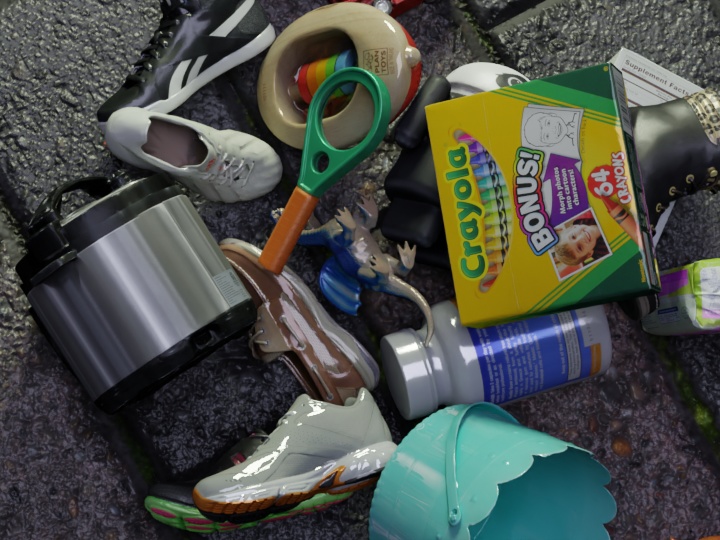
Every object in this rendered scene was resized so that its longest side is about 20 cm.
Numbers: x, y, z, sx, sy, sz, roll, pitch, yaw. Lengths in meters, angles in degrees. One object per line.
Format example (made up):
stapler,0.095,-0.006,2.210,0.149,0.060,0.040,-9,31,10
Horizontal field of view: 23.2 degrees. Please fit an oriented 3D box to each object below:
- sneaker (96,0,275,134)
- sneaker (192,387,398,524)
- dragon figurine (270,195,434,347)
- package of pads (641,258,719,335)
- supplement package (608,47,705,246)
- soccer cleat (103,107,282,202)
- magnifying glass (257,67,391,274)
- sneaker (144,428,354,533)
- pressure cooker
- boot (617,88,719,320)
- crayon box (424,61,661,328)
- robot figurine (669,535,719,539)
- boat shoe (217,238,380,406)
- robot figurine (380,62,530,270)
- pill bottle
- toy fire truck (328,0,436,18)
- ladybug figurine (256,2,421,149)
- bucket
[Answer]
sneaker,-0.185,-0.220,1.653,0.200,0.073,0.112,-36,113,-22
sneaker,-0.063,0.162,1.560,0.199,0.076,0.092,-12,72,-28
dragon figurine,0.000,0.000,1.634,0.059,0.100,0.200,-33,77,-38
package of pads,0.384,0.024,1.669,0.199,0.154,0.069,-2,85,-10
supplement package,0.245,-0.092,1.692,0.109,0.114,0.201,27,76,-4
soccer cleat,-0.144,-0.103,1.616,0.199,0.077,0.070,14,89,-40
magnifying glass,-0.037,-0.089,1.579,0.079,0.022,0.201,35,101,32
sneaker,-0.104,0.191,1.611,0.199,0.077,0.084,-8,74,-20
pressure cooker,-0.208,0.005,1.571,0.178,0.176,0.200,-33,89,-17
boot,0.278,-0.067,1.600,0.150,0.073,0.201,-15,78,-12
crayon box,0.159,-0.063,1.540,0.172,0.058,0.201,-12,82,19
robot figurine,0.368,0.319,1.634,0.199,0.144,0.117,20,38,-5
boat shoe,-0.071,0.053,1.634,0.200,0.076,0.072,44,72,2
robot figurine,0.101,-0.100,1.664,0.124,0.150,0.201,27,77,13
pill bottle,0.124,0.072,1.643,0.199,0.112,0.113,-16,82,-12
toy fire truck,-0.019,-0.297,1.721,0.199,0.049,0.141,-30,84,-14
ladybug figurine,-0.013,-0.179,1.644,0.072,0.199,0.137,3,85,-45
bucket,0.115,0.223,1.559,0.135,0.207,0.207,26,71,42
